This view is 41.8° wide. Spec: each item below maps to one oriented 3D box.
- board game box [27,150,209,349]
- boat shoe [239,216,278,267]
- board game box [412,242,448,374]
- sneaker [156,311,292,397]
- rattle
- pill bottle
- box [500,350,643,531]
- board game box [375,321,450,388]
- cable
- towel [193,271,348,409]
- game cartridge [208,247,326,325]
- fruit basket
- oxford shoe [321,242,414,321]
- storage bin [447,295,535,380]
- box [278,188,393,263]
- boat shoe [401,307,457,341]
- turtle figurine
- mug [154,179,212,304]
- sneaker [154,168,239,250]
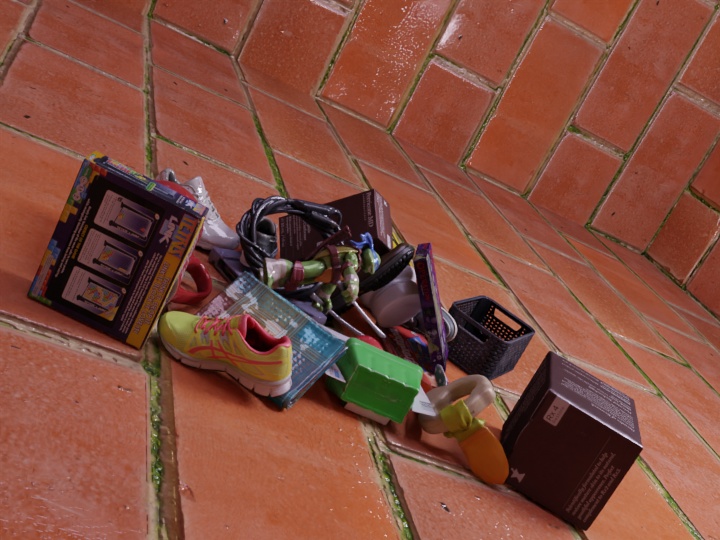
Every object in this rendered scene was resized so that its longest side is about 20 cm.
[{"bbox_3d":[-0.310,-0.025,1.211,0.164,0.202,0.057,27,16,-9],"label":"board game box"},{"bbox_3d":[-0.169,-0.057,1.644,0.071,0.072,0.200,20,13,-12],"label":"boat shoe"},{"bbox_3d":[0.123,0.063,1.635,0.032,0.203,0.120,-9,14,6],"label":"board game box"},{"bbox_3d":[-0.175,0.088,1.253,0.197,0.091,0.078,20,32,5],"label":"sneaker"},{"bbox_3d":[0.155,0.233,1.468,0.143,0.131,0.200,42,-17,-14],"label":"rattle"},{"bbox_3d":[0.033,-0.004,1.719,0.113,0.114,0.201,10,43,-47],"label":"pill bottle"},{"bbox_3d":[0.324,0.259,1.477,0.163,0.167,0.200,31,18,4],"label":"box"},{"bbox_3d":[0.094,0.155,1.654,0.102,0.020,0.200,21,19,-23],"label":"board game box"},{"bbox_3d":[-0.117,-0.039,1.553,0.198,0.166,0.051,9,-5,-29],"label":"cable"},{"bbox_3d":[-0.135,0.094,1.336,0.199,0.022,0.147,35,52,17],"label":"towel"},{"bbox_3d":[-0.156,0.028,1.592,0.129,0.039,0.200,3,31,-47],"label":"game cartridge"},{"bbox_3d":[0.013,0.154,1.443,0.183,0.095,0.200,24,8,-16],"label":"fruit basket"},{"bbox_3d":[0.000,0.000,1.610,0.085,0.198,0.073,61,4,17],"label":"oxford shoe"},{"bbox_3d":[0.240,0.129,1.834,0.135,0.095,0.199,36,18,21],"label":"storage bin"},{"bbox_3d":[-0.045,-0.062,1.672,0.075,0.197,0.102,42,38,-56],"label":"box"},{"bbox_3d":[0.087,0.079,1.767,0.198,0.074,0.062,30,15,22],"label":"boat shoe"},{"bbox_3d":[-0.059,0.040,1.471,0.191,0.203,0.144,-1,20,-14],"label":"turtle figurine"},{"bbox_3d":[-0.286,-0.027,1.382,0.176,0.135,0.201,23,21,-13],"label":"mug"},{"bbox_3d":[-0.289,-0.109,1.648,0.198,0.100,0.078,32,17,8],"label":"sneaker"}]
